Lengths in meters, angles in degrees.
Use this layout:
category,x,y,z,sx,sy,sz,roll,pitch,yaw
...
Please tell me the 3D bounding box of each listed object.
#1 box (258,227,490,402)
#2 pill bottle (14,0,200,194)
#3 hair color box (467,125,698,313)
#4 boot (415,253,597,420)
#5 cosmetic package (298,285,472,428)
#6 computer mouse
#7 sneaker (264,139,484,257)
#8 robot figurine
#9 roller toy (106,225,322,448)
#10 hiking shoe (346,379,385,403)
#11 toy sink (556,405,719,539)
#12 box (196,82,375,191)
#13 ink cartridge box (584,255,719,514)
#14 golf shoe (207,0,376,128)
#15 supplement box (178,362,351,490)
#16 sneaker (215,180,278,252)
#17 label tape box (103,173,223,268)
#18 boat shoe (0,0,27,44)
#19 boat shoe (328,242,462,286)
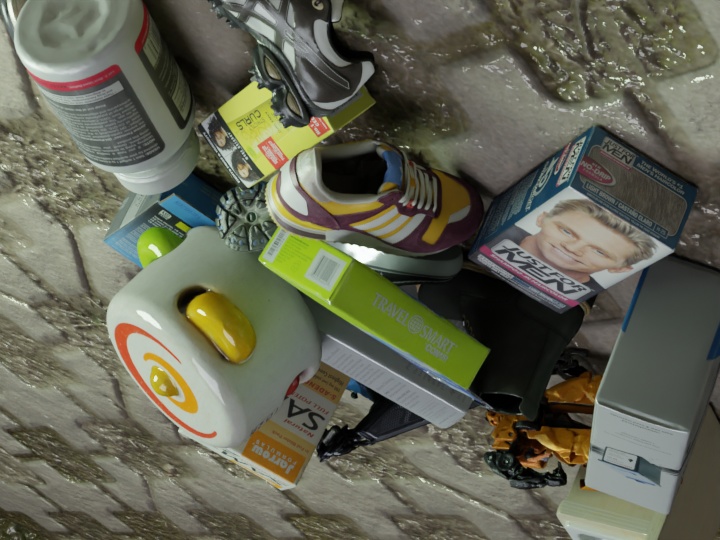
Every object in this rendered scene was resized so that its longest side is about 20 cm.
category,x,y,z,sx,sy,sz,roll,pitch,yaw
box,0.020,0.036,1.566,0.200,0.048,0.122,34,177,-37
pill bottle,-0.205,-0.152,1.556,0.110,0.111,0.200,15,154,25
hair color box,0.173,-0.036,1.469,0.100,0.061,0.200,30,157,-9
boot,0.104,0.062,1.651,0.077,0.139,0.199,40,155,-31
cosmetic package,0.027,0.059,1.777,0.199,0.102,0.074,30,155,-5
computer mouse,0.046,0.139,1.893,0.199,0.053,0.138,-20,173,4
sneaker,0.027,-0.061,1.489,0.199,0.075,0.090,1,158,-30
robot figurine,0.210,0.147,1.727,0.199,0.146,0.058,1,150,33
roller toy,-0.138,0.066,1.701,0.199,0.140,0.183,21,145,43
hiking shoe,-0.061,0.095,1.943,0.199,0.087,0.074,33,-178,-8
toy sink,0.268,0.232,1.762,0.111,0.201,0.130,10,153,33
box,-0.064,-0.128,1.513,0.075,0.050,0.200,55,152,-6
ink cartridge box,0.253,0.099,1.560,0.085,0.147,0.200,18,157,14
golf shoe,-0.062,-0.207,1.359,0.094,0.078,0.201,-27,114,14
supplement box,-0.079,0.103,1.849,0.126,0.201,0.074,29,164,-9
sneaker,-0.025,-0.061,1.625,0.199,0.078,0.085,-3,-177,24
label tape box,-0.150,-0.037,1.809,0.144,0.064,0.200,34,154,-17
boat shoe,-0.272,-0.189,1.605,0.062,0.073,0.200,11,158,26
boat shoe,0.000,0.000,1.672,0.199,0.070,0.067,6,112,22
